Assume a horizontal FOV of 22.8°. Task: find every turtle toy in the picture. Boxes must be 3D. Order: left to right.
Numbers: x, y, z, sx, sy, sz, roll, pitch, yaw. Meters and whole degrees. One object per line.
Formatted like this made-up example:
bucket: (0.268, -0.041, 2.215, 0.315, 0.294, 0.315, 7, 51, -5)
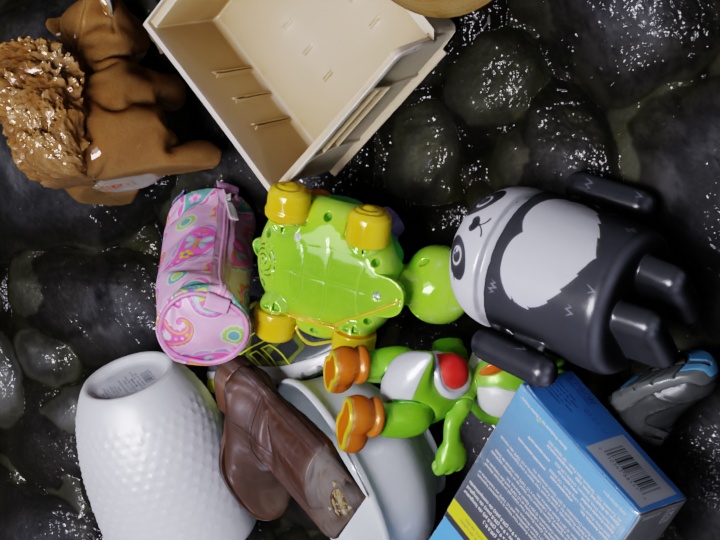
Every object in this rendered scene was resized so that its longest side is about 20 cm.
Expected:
turtle toy: (0.000, 0.000, 1.522, 0.200, 0.101, 0.146, 16, 114, 19)

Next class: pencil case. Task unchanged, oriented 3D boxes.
pencil case: (-0.135, 0.000, 1.580, 0.087, 0.200, 0.088, 0, 122, 0)

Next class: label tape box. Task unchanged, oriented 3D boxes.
label tape box: (0.151, 0.202, 1.423, 0.144, 0.063, 0.200, 50, 131, 29)

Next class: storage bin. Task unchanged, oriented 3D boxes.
storage bin: (-0.050, -0.207, 1.527, 0.200, 0.094, 0.199, 53, 125, 13)

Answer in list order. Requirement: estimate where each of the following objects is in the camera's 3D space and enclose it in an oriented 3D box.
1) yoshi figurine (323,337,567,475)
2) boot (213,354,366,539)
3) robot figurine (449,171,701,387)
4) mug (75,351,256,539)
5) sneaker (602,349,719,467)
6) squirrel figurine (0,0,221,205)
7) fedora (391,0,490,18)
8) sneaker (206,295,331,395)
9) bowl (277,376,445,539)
yoshi figurine: (0.072, 0.103, 1.473, 0.112, 0.200, 0.113, -135, 42, -69)
boot: (-0.054, 0.186, 1.531, 0.200, 0.064, 0.187, 36, 148, 50)
robot figurine: (0.165, 0.007, 1.404, 0.200, 0.150, 0.125, 23, 124, 33)
mug: (-0.193, 0.162, 1.675, 0.147, 0.200, 0.176, -18, 115, -4)
sneaker: (0.225, 0.130, 1.434, 0.082, 0.073, 0.200, 57, 136, 7)
squirrel figurine: (-0.249, -0.167, 1.618, 0.141, 0.200, 0.187, -21, 76, 46)
fedora: (0.080, -0.302, 1.419, 0.200, 0.082, 0.201, 9, 106, 33)
sneaker: (-0.075, 0.060, 1.619, 0.200, 0.074, 0.085, -16, 91, 36)
bowl: (0.012, 0.168, 1.551, 0.201, 0.090, 0.201, 54, 160, 31)
